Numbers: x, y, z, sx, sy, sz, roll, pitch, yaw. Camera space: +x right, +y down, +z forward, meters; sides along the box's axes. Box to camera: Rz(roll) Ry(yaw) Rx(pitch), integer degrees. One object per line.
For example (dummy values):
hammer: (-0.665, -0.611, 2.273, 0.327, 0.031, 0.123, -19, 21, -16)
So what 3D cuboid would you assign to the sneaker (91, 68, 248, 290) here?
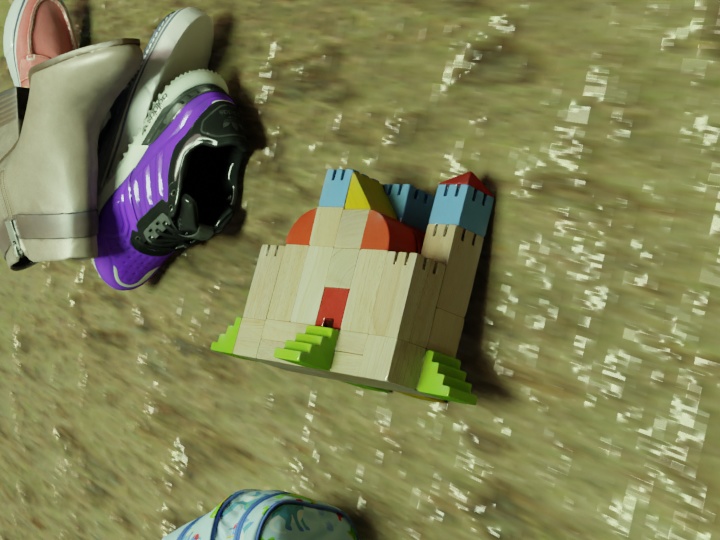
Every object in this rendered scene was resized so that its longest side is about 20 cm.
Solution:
sneaker: (-0.146, -0.048, 0.952, 0.100, 0.069, 0.200, 53, 124, 36)

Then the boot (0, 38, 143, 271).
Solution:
boot: (-0.224, -0.081, 0.948, 0.200, 0.070, 0.147, -15, 83, 44)

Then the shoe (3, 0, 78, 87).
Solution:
shoe: (-0.266, -0.160, 1.110, 0.091, 0.071, 0.201, -3, 90, 48)

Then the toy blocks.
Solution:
toy blocks: (0.000, 0.000, 0.772, 0.200, 0.100, 0.137, 4, 77, 49)

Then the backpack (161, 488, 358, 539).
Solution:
backpack: (-0.057, 0.237, 0.761, 0.154, 0.163, 0.200, -48, 45, 24)

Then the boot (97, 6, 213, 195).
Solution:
boot: (-0.194, -0.137, 0.996, 0.090, 0.073, 0.200, 35, 115, 14)
